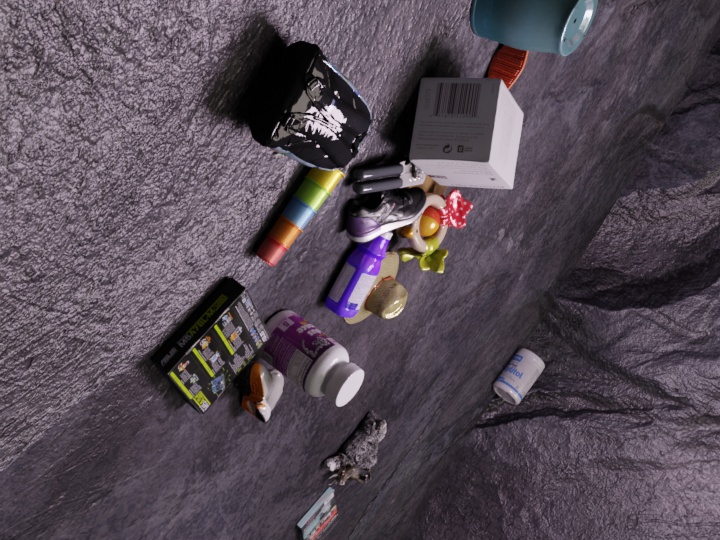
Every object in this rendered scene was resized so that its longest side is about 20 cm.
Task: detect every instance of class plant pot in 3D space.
[{"bbox_3d":[0.129,-0.165,1.853,0.200,0.027,0.201,-44,154,-28],"label":"plant pot"},{"bbox_3d":[0.346,-0.513,1.644,0.200,0.188,0.201,-43,153,-28],"label":"plant pot"}]

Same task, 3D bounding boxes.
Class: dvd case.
[{"bbox_3d":[-0.124,0.728,2.470,0.146,0.022,0.201,-45,155,-26],"label":"dvd case"}]

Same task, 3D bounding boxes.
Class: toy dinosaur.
[{"bbox_3d":[-0.023,0.569,2.406,0.200,0.102,0.078,48,47,-77],"label":"toy dinosaur"}]

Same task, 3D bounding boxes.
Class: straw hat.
[{"bbox_3d":[0.057,0.062,1.920,0.201,0.085,0.202,-43,152,-30],"label":"straw hat"}]

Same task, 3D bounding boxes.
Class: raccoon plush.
[{"bbox_3d":[-0.001,0.469,2.313,0.200,0.096,0.135,-16,126,-56],"label":"raccoon plush"}]

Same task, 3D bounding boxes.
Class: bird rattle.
[{"bbox_3d":[0.161,-0.100,1.850,0.201,0.112,0.163,-57,140,-7],"label":"bird rattle"}]

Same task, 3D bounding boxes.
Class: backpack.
[{"bbox_3d":[-0.068,-0.233,1.273,0.199,0.154,0.164,23,97,-44],"label":"backpack"}]

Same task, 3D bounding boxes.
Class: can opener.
[{"bbox_3d":[0.056,-0.184,1.649,0.199,0.066,0.053,-17,114,-45],"label":"can opener"}]

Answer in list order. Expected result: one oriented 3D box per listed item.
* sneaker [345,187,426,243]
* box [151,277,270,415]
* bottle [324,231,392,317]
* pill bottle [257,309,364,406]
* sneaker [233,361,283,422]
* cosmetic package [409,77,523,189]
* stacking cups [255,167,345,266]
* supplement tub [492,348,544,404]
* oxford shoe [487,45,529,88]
[{"bbox_3d":[0.058,-0.132,1.682,0.199,0.076,0.088,-31,140,-31],"label":"sneaker"},{"bbox_3d":[-0.251,0.135,1.469,0.193,0.047,0.200,-47,155,-17],"label":"box"},{"bbox_3d":[0.000,0.000,1.758,0.201,0.065,0.083,-62,156,10],"label":"bottle"},{"bbox_3d":[-0.094,0.170,1.619,0.112,0.200,0.113,-43,153,-29],"label":"pill bottle"},{"bbox_3d":[-0.192,0.216,1.663,0.092,0.075,0.200,-53,165,-28],"label":"sneaker"},{"bbox_3d":[0.211,-0.265,1.660,0.200,0.164,0.166,22,75,-65],"label":"cosmetic package"},{"bbox_3d":[-0.104,-0.096,1.445,0.201,0.060,0.060,-57,156,-2],"label":"stacking cups"},{"bbox_3d":[0.642,0.431,3.444,0.200,0.132,0.132,-51,155,-17],"label":"supplement tub"},{"bbox_3d":[0.338,-0.467,1.834,0.201,0.071,0.072,-64,160,13],"label":"oxford shoe"}]
